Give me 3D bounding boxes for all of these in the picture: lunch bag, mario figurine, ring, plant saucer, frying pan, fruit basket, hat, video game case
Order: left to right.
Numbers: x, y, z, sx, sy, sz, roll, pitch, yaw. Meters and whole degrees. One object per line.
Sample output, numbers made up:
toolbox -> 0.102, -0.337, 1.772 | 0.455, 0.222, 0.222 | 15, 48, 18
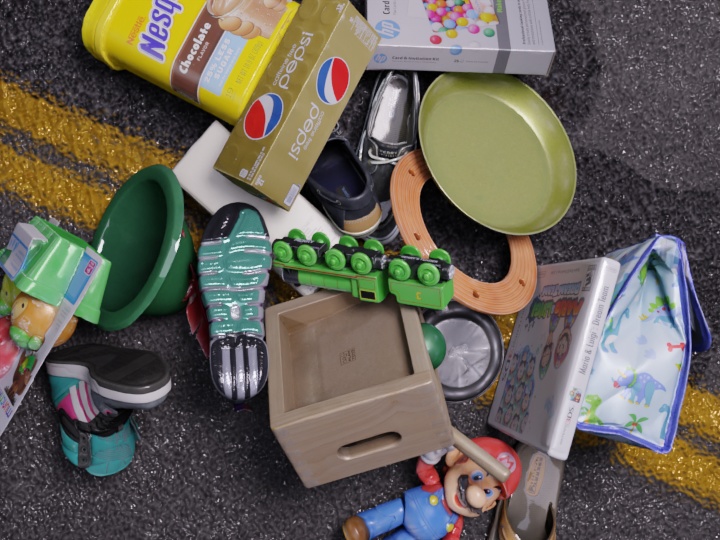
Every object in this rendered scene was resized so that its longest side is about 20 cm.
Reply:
fruit basket -> -0.340, 0.049, 0.833 | 0.093, 0.184, 0.202 | 39, 82, -36
hat -> -0.184, 0.011, 0.904 | 0.175, 0.165, 0.203 | 24, 91, -43
mario figurine -> 0.081, 0.247, 0.864 | 0.198, 0.106, 0.124 | -34, 133, 2
frying pan -> 0.106, 0.051, 0.924 | 0.113, 0.031, 0.194 | 2, 89, -3
ring -> 0.108, -0.041, 0.874 | 0.198, 0.019, 0.203 | 23, 48, -28
plant saucer -> 0.144, -0.126, 0.901 | 0.197, 0.031, 0.204 | 10, 65, -22
video game case -> 0.187, 0.082, 0.837 | 0.023, 0.200, 0.185 | 17, 86, -6
lunch bag -> 0.266, 0.070, 0.858 | 0.125, 0.170, 0.204 | 15, 84, -3

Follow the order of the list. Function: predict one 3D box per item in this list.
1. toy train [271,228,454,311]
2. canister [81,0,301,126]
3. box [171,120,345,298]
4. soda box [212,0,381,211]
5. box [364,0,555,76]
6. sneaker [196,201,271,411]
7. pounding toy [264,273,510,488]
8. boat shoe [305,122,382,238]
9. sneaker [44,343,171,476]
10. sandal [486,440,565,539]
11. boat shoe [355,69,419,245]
toy train -> 0.000, 0.000, 0.808 | 0.197, 0.042, 0.057 | 9, 122, 27
canister -> -0.170, -0.251, 0.877 | 0.198, 0.087, 0.150 | 28, 85, 12
box -> -0.104, -0.061, 0.898 | 0.200, 0.068, 0.082 | 43, 86, 1
soda box -> -0.062, -0.168, 0.826 | 0.067, 0.064, 0.202 | 25, 85, 40
box -> 0.103, -0.285, 0.906 | 0.196, 0.041, 0.158 | 1, 59, -2
sneaker -> -0.129, 0.036, 0.836 | 0.073, 0.088, 0.204 | 3, 68, -11
pounding toy -> 0.023, 0.120, 0.827 | 0.197, 0.186, 0.143 | -17, 132, 6
boat shoe -> -0.042, -0.121, 0.879 | 0.074, 0.063, 0.201 | -29, 59, -12
sneaker -> -0.248, 0.147, 0.837 | 0.083, 0.198, 0.123 | -19, 106, -41
sandal -> 0.185, 0.277, 0.898 | 0.080, 0.055, 0.204 | 14, 86, -2
boat shoe -> 0.025, -0.131, 0.907 | 0.071, 0.071, 0.204 | 5, 86, -3
